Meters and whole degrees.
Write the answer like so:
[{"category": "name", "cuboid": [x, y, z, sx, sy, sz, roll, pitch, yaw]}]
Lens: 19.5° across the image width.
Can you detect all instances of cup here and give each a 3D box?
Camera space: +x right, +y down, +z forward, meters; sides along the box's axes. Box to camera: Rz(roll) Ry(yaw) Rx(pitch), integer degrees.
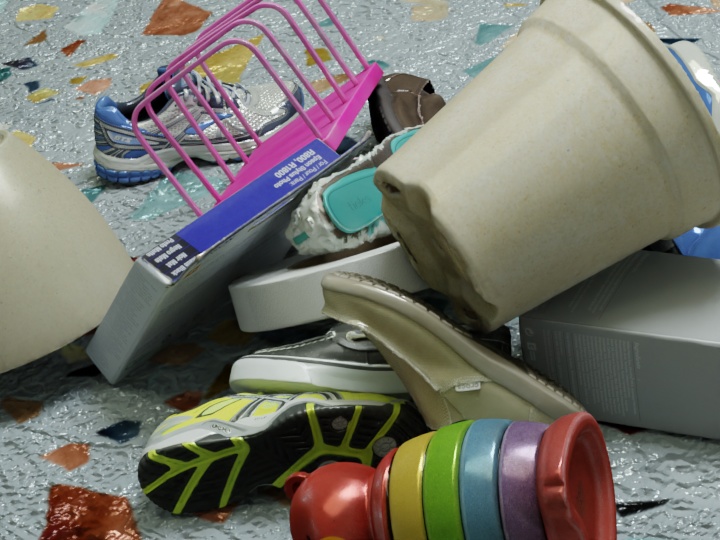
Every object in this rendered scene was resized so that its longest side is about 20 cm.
[{"category": "cup", "cuboid": [-0.287, -0.022, 1.605, 0.199, 0.144, 0.201, -18, 20, 7]}]

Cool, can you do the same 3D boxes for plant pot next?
[{"category": "plant pot", "cuboid": [0.117, -0.062, 1.408, 0.183, 0.201, 0.200, -36, 36, -11]}]

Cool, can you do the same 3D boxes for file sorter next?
[{"category": "file sorter", "cuboid": [-0.088, -0.144, 1.730, 0.138, 0.126, 0.200, -33, 12, 23]}]

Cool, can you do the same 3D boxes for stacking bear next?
[{"category": "stacking bear", "cuboid": [0.050, 0.151, 1.296, 0.198, 0.122, 0.114, -8, 31, 20]}]

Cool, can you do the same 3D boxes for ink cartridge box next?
[{"category": "ink cartridge box", "cuboid": [-0.100, -0.020, 1.561, 0.041, 0.200, 0.199, 48, 52, 7]}]

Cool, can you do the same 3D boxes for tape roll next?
[{"category": "tape roll", "cuboid": [0.000, 0.000, 1.548, 0.201, 0.037, 0.203, -17, 5, 2]}]

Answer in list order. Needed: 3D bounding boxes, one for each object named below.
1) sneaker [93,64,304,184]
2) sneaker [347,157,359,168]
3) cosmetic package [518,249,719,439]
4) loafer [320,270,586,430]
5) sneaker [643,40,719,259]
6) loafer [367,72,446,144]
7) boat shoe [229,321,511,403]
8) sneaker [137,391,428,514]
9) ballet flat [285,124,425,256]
[{"category": "sneaker", "cuboid": [-0.145, -0.142, 1.863, 0.198, 0.086, 0.077, -18, 31, -13]}, {"category": "sneaker", "cuboid": [0.032, -0.059, 1.652, 0.198, 0.081, 0.086, -13, 3, 23]}, {"category": "cosmetic package", "cuboid": [0.218, 0.049, 1.430, 0.198, 0.091, 0.107, 11, 36, 28]}, {"category": "loafer", "cuboid": [0.053, 0.068, 1.383, 0.199, 0.069, 0.076, 31, 3, -1]}, {"category": "sneaker", "cuboid": [0.225, -0.067, 1.551, 0.110, 0.202, 0.077, -14, -12, 1]}, {"category": "loafer", "cuboid": [0.051, -0.123, 1.780, 0.070, 0.074, 0.200, -12, 31, -3]}, {"category": "boat shoe", "cuboid": [0.008, 0.064, 1.470, 0.198, 0.071, 0.064, 1, 68, 6]}, {"category": "sneaker", "cuboid": [-0.053, 0.107, 1.427, 0.198, 0.076, 0.077, -6, 31, 4]}, {"category": "ballet flat", "cuboid": [0.016, -0.058, 1.558, 0.071, 0.072, 0.199, 17, 27, 38]}]
